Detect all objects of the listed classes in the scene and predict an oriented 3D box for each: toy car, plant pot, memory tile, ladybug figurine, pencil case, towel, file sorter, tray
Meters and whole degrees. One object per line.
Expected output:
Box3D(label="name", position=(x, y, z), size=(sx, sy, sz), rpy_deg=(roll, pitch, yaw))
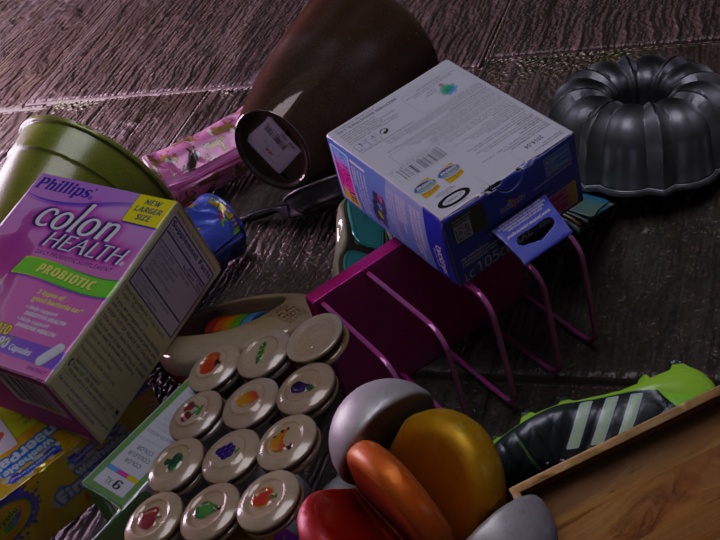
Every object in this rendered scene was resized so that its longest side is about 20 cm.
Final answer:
Box3D(label="toy car", position=(0.018, 0.186, 0.760), size=(0.150, 0.201, 0.175), rpy_deg=(-20, 47, -38))
Box3D(label="plant pot", position=(-0.041, -0.177, 1.235), size=(0.186, 0.187, 0.200), rpy_deg=(7, 37, 32))
Box3D(label="memory tile", position=(-0.089, 0.118, 0.858), size=(0.153, 0.017, 0.200), rpy_deg=(-15, 37, 28))
Box3D(label="ladybug figurine", position=(-0.101, 0.071, 1.043), size=(0.136, 0.072, 0.200), rpy_deg=(-30, 15, -39))
Box3D(label="pencil case", position=(-0.156, -0.140, 1.354), size=(0.200, 0.087, 0.083), rpy_deg=(-29, 69, -10))
Box3D(label="towel", position=(0.134, -0.079, 1.090), size=(0.199, 0.022, 0.147), rpy_deg=(19, 15, 19))
Box3D(label="file sorter", position=(0.084, 0.045, 0.966), size=(0.200, 0.139, 0.125), rpy_deg=(-33, 42, -16))
Box3D(label="tray", position=(0.214, 0.157, 0.813), size=(0.199, 0.037, 0.099), rpy_deg=(-25, 70, -4))
Box3D(label="pencil case", position=(-0.198, 0.007, 1.193), size=(0.087, 0.078, 0.200), rpy_deg=(20, 52, 33))
Box3D(label="plant pot", position=(-0.322, -0.024, 1.219), size=(0.200, 0.201, 0.193), rpy_deg=(9, 59, 34))

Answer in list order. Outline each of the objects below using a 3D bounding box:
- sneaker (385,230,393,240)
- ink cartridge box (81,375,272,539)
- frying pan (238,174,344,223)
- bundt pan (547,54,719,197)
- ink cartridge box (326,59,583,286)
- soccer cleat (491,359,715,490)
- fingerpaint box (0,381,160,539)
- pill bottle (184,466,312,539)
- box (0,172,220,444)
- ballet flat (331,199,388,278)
Box3D(label="sneaker", position=(0.062, -0.040, 1.106), size=(0.080, 0.077, 0.200), rpy_deg=(-14, 11, 9))
Box3D(label="ink cartridge box", position=(-0.155, 0.181, 0.937), size=(0.059, 0.104, 0.200), rpy_deg=(16, 51, 39))
Box3D(label="frying pan", position=(-0.059, -0.073, 1.228), size=(0.189, 0.031, 0.115), rpy_deg=(-19, -5, 11))
Box3D(label="bundt pan", position=(0.277, -0.154, 1.143), size=(0.201, 0.076, 0.202), rpy_deg=(-6, 32, 4))
Box3D(label="ink cartridge box", position=(0.083, -0.077, 0.935), size=(0.136, 0.076, 0.200), rpy_deg=(-34, 42, -16))
Box3D(label="soccer cleat", position=(0.182, 0.134, 0.872), size=(0.199, 0.068, 0.081), rpy_deg=(-21, 50, -1))
Box3D(label="fingerpaint box", position=(-0.297, 0.156, 1.058), size=(0.200, 0.074, 0.167), rpy_deg=(-38, 41, -22))
Box3D(label="pill bottle", position=(-0.087, 0.238, 0.833), size=(0.104, 0.104, 0.200), rpy_deg=(-7, 39, 17))
Box3D(label="box", position=(-0.258, 0.027, 1.031), size=(0.175, 0.097, 0.200), rpy_deg=(13, 57, 32))
Box3D(label="ballet flat", position=(0.000, 0.000, 1.121), size=(0.069, 0.070, 0.200), rpy_deg=(-13, 32, 10))
